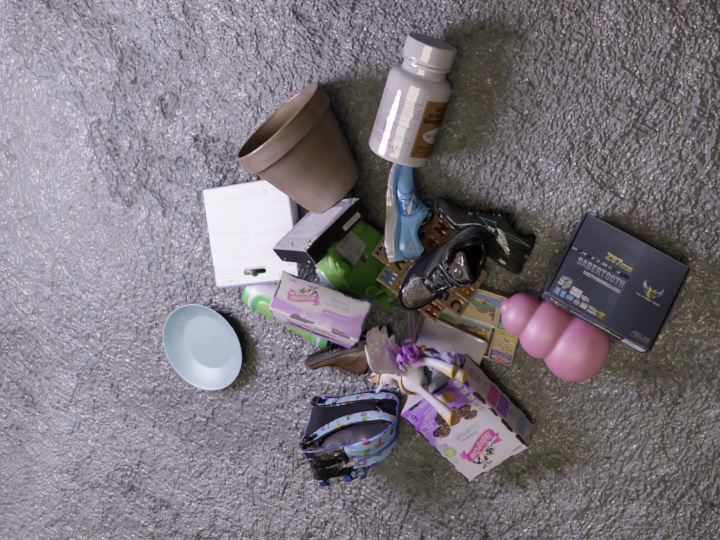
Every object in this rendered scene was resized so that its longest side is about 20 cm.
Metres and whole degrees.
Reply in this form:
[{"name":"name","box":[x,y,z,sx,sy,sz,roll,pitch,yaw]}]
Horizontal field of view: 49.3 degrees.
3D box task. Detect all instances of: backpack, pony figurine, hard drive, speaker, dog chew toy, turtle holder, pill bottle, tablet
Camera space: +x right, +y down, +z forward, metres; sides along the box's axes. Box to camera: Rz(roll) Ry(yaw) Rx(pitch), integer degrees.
[{"name":"backpack","box":[-0.006,0.330,1.583,0.196,0.183,0.137,-15,113,13]},{"name":"pony figurine","box":[0.093,0.166,1.418,0.197,0.166,0.197,17,123,32]},{"name":"hard drive","box":[-0.077,-0.072,1.418,0.140,0.199,0.038,-45,107,-14]},{"name":"speaker","box":[-0.137,0.076,1.582,0.197,0.088,0.090,27,117,9]},{"name":"dog chew toy","box":[0.338,0.108,1.385,0.198,0.125,0.126,30,117,5]},{"name":"turtle holder","box":[-0.002,-0.011,1.481,0.131,0.183,0.144,-17,66,56]},{"name":"pill bottle","box":[0.093,-0.291,1.338,0.113,0.114,0.203,23,116,11]},{"name":"tablet","box":[0.160,0.190,1.532,0.128,0.014,0.203,24,126,10]}]

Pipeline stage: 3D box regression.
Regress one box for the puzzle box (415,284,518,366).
[{"name":"puzzle box","box":[0.208,0.089,1.487,0.196,0.025,0.136,17,115,14]}]

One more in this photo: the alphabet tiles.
[{"name":"alphabet tiles","box":[0.126,-0.013,1.426,0.198,0.006,0.168,35,76,1]}]

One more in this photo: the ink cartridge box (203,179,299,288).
[{"name":"ink cartridge box","box":[-0.211,-0.074,1.557,0.196,0.040,0.205,-5,94,22]}]

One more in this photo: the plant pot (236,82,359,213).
[{"name":"plant pot","box":[-0.098,-0.205,1.418,0.198,0.201,0.174,-30,114,27]}]

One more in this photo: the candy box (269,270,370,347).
[{"name":"candy box","box":[-0.075,0.075,1.423,0.165,0.200,0.073,21,80,0]}]

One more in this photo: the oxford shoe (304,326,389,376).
[{"name":"oxford shoe","box":[-0.024,0.181,1.585,0.197,0.073,0.086,-14,106,25]}]

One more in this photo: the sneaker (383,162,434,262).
[{"name":"sneaker","box":[0.088,-0.111,1.403,0.088,0.079,0.205,2,76,3]}]

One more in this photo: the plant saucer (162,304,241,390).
[{"name":"plant saucer","box":[-0.340,0.163,1.719,0.197,0.039,0.205,7,111,18]}]

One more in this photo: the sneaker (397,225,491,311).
[{"name":"sneaker","box":[0.139,0.005,1.338,0.198,0.114,0.077,-36,96,17]}]

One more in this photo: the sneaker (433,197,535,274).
[{"name":"sneaker","box":[0.222,-0.079,1.403,0.198,0.075,0.080,35,104,-2]}]

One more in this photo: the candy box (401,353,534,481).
[{"name":"candy box","box":[0.207,0.288,1.516,0.200,0.072,0.167,44,125,-6]}]

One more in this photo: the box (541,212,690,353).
[{"name":"box","box":[0.428,0.021,1.320,0.198,0.051,0.160,30,83,8]}]
